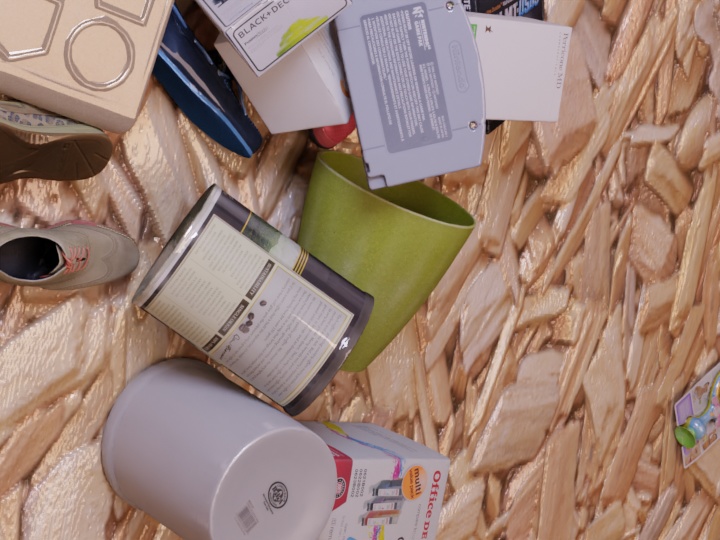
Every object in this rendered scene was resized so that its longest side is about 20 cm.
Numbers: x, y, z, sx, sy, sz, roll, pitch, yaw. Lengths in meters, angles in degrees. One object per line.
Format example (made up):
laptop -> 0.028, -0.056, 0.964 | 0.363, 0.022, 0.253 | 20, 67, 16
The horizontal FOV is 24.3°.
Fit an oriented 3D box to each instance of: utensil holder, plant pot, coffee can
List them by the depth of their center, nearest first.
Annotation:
coffee can -> -0.107, 0.030, 1.675 | 0.199, 0.146, 0.147 | 36, 77, -10
utensil holder -> -0.142, 0.200, 1.709 | 0.169, 0.199, 0.171 | -15, 114, -36
plant pot -> 0.000, 0.000, 1.810 | 0.186, 0.187, 0.201 | 12, 108, -42

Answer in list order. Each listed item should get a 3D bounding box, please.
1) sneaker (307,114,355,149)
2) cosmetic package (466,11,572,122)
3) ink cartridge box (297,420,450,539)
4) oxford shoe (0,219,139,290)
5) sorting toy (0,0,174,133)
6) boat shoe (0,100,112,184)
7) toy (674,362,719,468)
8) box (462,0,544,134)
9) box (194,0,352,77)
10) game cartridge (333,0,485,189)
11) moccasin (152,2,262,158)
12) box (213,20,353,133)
sneaker -> 0.015, -0.215, 1.801 | 0.201, 0.087, 0.074 | -55, 129, -14
cosmetic package -> 0.118, -0.213, 1.734 | 0.199, 0.085, 0.109 | -4, 106, -40
ink cartridge box -> -0.024, 0.256, 1.870 | 0.199, 0.144, 0.147 | 5, 99, -42
oxford shoe -> -0.288, -0.008, 1.608 | 0.199, 0.075, 0.071 | -2, 103, -41
sorting toy -> -0.270, -0.248, 1.552 | 0.184, 0.036, 0.201 | 19, 92, -22
boat shoe -> -0.330, -0.123, 1.556 | 0.199, 0.063, 0.074 | 4, 127, -39
toy -> 0.528, 0.190, 2.393 | 0.199, 0.047, 0.116 | -33, 124, -29
box -> 0.153, -0.276, 1.882 | 0.200, 0.049, 0.200 | -38, 129, -56
box -> -0.101, -0.275, 1.590 | 0.116, 0.200, 0.060 | -38, 127, -1
game cartridge -> 0.051, -0.189, 1.623 | 0.132, 0.040, 0.202 | -11, 102, 2
moccasin -> -0.153, -0.195, 1.668 | 0.068, 0.080, 0.200 | -55, 131, -20
box -> -0.046, -0.254, 1.683 | 0.125, 0.097, 0.201 | 57, 42, -36
